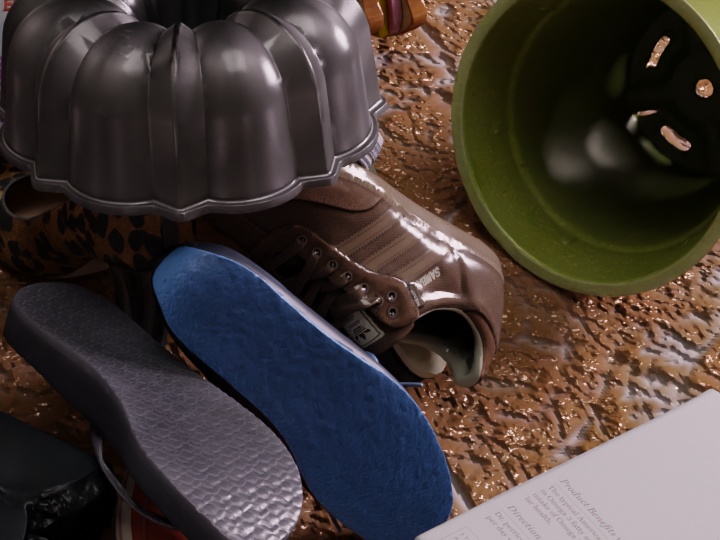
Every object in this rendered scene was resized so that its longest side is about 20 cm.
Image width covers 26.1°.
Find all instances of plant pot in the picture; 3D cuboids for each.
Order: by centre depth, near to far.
[{"bbox_3d":[0.189,-0.104,1.007,0.199,0.202,0.189,36,31,22],"label":"plant pot"}]

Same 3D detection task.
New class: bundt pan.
[{"bbox_3d":[-0.085,-0.111,0.770,0.199,0.077,0.203,1,35,0],"label":"bundt pan"}]

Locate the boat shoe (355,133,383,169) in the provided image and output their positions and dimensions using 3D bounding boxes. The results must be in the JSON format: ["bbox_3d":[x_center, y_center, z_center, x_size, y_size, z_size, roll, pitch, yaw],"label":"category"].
[{"bbox_3d":[-0.083,-0.093,0.894,0.199,0.072,0.068,31,79,18],"label":"boat shoe"}]

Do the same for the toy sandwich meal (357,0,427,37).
[{"bbox_3d":[-0.019,-0.260,1.087,0.070,0.206,0.205,-30,57,-25],"label":"toy sandwich meal"}]

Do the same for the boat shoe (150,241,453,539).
[{"bbox_3d":[-0.024,0.054,0.776,0.084,0.201,0.069,-38,20,-6],"label":"boat shoe"}]

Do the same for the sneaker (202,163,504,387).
[{"bbox_3d":[0.000,0.000,0.806,0.198,0.070,0.076,21,54,-31],"label":"sneaker"}]

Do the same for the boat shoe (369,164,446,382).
[{"bbox_3d":[-0.010,-0.013,0.918,0.073,0.063,0.203,13,44,-53],"label":"boat shoe"}]

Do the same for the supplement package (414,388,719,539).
[{"bbox_3d":[0.120,0.161,0.718,0.198,0.118,0.117,-19,50,-33],"label":"supplement package"}]

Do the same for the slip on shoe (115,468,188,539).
[{"bbox_3d":[-0.063,0.151,0.696,0.074,0.061,0.201,28,33,-38],"label":"slip on shoe"}]

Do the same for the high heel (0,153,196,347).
[{"bbox_3d":[-0.154,-0.051,0.845,0.071,0.144,0.200,-21,52,-33],"label":"high heel"}]

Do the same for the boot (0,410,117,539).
[{"bbox_3d":[-0.186,0.075,0.745,0.166,0.077,0.201,22,46,11],"label":"boot"}]

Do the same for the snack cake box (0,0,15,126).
[{"bbox_3d":[-0.220,-0.165,0.932,0.066,0.116,0.200,-6,26,-24],"label":"snack cake box"}]

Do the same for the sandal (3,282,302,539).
[{"bbox_3d":[-0.095,0.073,0.712,0.075,0.043,0.200,-1,31,-43],"label":"sandal"}]
